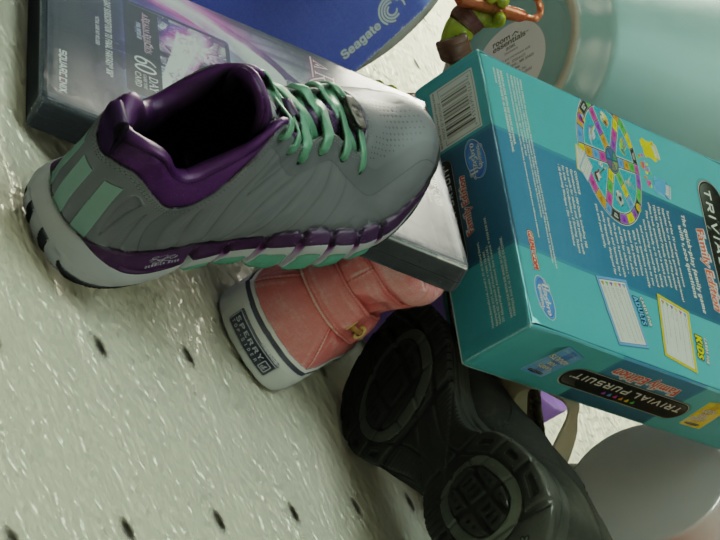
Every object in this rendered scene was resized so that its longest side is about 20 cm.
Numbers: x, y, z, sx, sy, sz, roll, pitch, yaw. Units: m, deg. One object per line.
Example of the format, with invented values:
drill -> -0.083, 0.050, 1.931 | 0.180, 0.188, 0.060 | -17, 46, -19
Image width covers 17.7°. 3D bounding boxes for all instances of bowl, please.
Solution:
bowl -> 0.121, -0.102, 1.354 | 0.105, 0.201, 0.201 | 25, 33, -36

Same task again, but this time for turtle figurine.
turtle figurine -> 0.048, -0.079, 1.224 | 0.161, 0.064, 0.201 | -22, 108, -57

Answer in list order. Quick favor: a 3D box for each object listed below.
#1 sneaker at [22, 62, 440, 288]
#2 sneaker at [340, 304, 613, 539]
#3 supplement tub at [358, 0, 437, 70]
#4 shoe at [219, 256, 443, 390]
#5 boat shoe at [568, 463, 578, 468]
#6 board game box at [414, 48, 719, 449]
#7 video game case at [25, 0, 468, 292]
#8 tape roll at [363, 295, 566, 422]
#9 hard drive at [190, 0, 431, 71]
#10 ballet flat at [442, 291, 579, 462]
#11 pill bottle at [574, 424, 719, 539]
sneaker -> -0.030, -0.046, 0.901 | 0.200, 0.088, 0.075 | -18, 69, -41
sneaker -> 0.056, 0.091, 1.095 | 0.091, 0.076, 0.200 | 32, 17, -37
supplement tub -> -0.055, -0.210, 1.233 | 0.200, 0.145, 0.145 | 53, 15, -30
shoe -> 0.000, 0.000, 1.108 | 0.072, 0.091, 0.200 | 60, 13, -3
boat shoe -> 0.109, 0.139, 1.307 | 0.069, 0.056, 0.200 | 62, 13, 6
board game box -> 0.120, -0.006, 1.144 | 0.200, 0.047, 0.152 | 20, 51, -41
video game case -> -0.051, -0.069, 1.011 | 0.199, 0.019, 0.143 | 21, 29, -20
tape roll -> 0.044, 0.007, 1.328 | 0.200, 0.065, 0.200 | 55, 15, -22
hard drive -> -0.066, -0.168, 1.141 | 0.200, 0.132, 0.025 | 53, -11, -30
ballet flat -> 0.080, 0.045, 1.172 | 0.072, 0.072, 0.201 | -77, 167, -72
pill bottle -> 0.173, 0.181, 1.248 | 0.113, 0.113, 0.200 | -103, 174, -51
